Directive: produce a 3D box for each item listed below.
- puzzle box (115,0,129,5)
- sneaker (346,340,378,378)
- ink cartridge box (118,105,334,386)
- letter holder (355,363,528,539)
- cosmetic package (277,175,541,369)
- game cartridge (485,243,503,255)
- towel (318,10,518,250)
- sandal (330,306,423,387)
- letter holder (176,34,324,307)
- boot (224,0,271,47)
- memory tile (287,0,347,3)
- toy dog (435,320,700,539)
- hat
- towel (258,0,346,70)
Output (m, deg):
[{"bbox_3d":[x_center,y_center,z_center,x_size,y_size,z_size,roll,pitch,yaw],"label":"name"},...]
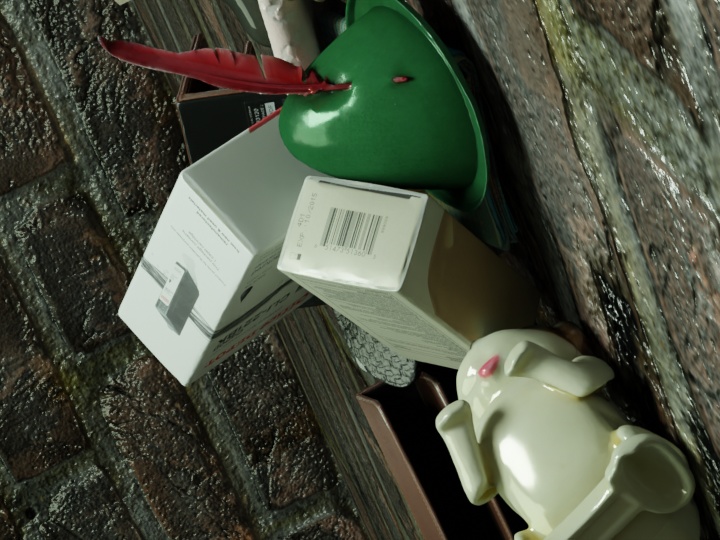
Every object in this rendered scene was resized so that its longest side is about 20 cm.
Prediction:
[{"bbox_3d":[-0.132,-0.298,1.662,0.025,0.132,0.201,44,-150,-45],"label":"puzzle box"},{"bbox_3d":[0.039,-0.019,1.823,0.075,0.115,0.201,29,135,38],"label":"sneaker"},{"bbox_3d":[-0.080,-0.023,1.658,0.084,0.144,0.200,48,146,10],"label":"ink cartridge box"},{"bbox_3d":[0.094,0.168,1.761,0.201,0.100,0.142,64,171,-7],"label":"letter holder"},{"bbox_3d":[0.038,0.007,1.586,0.105,0.072,0.200,11,166,30],"label":"cosmetic package"},{"bbox_3d":[0.047,-0.101,1.705,0.201,0.041,0.133,64,177,-4],"label":"game cartridge"},{"bbox_3d":[0.039,-0.104,1.604,0.200,0.022,0.148,30,141,58],"label":"towel"},{"bbox_3d":[0.000,0.000,1.751,0.201,0.045,0.075,56,133,25],"label":"sandal"},{"bbox_3d":[-0.077,-0.088,1.874,0.142,0.100,0.201,-87,-12,-59],"label":"letter holder"},{"bbox_3d":[-0.154,-0.230,1.755,0.201,0.138,0.077,55,173,5],"label":"boot"},{"bbox_3d":[-0.064,-0.256,1.577,0.200,0.017,0.154,-7,-107,-65],"label":"memory tile"},{"bbox_3d":[0.139,0.112,1.510,0.193,0.140,0.200,20,-155,-41],"label":"toy dog"},{"bbox_3d":[-0.038,-0.086,1.520,0.200,0.175,0.166,40,151,48],"label":"hat"},{"bbox_3d":[-0.043,-0.207,1.702,0.192,0.032,0.201,-87,-16,-44],"label":"towel"}]
